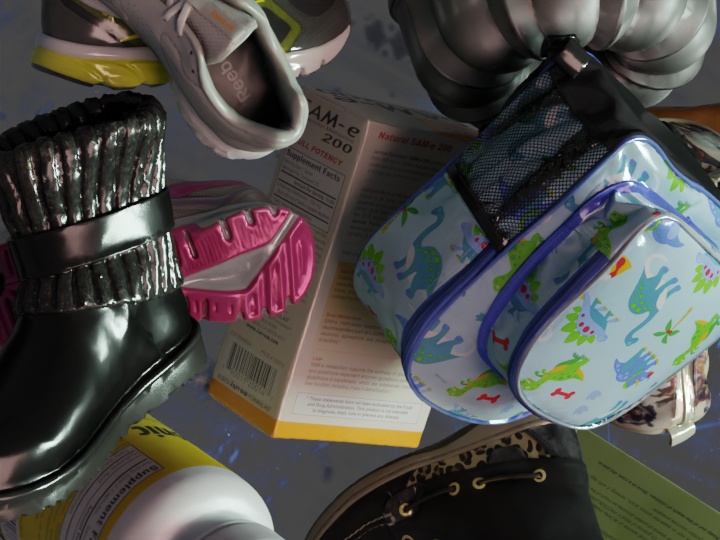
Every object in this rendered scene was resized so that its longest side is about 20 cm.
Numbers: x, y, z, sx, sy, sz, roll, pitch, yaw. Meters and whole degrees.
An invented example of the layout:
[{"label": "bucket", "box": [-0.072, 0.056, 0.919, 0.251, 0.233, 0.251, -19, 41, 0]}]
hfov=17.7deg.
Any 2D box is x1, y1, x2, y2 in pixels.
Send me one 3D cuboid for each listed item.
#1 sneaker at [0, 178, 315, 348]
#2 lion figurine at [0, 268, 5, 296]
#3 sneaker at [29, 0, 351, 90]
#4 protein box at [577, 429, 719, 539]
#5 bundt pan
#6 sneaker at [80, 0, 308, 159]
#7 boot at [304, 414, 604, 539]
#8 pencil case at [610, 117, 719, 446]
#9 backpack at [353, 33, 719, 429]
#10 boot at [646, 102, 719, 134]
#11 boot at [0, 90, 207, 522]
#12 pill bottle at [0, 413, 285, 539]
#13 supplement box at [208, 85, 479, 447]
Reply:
[{"label": "sneaker", "box": [-0.129, -0.004, 1.295, 0.198, 0.088, 0.082, -7, 113, -13]}, {"label": "lion figurine", "box": [-0.256, 0.033, 1.208, 0.072, 0.122, 0.202, 23, 76, -72]}, {"label": "sneaker", "box": [-0.086, -0.149, 1.270, 0.199, 0.074, 0.085, -11, 115, -36]}, {"label": "protein box", "box": [0.148, 0.244, 1.546, 0.199, 0.198, 0.136, -32, 130, -25]}, {"label": "bundt pan", "box": [0.119, -0.140, 1.357, 0.201, 0.201, 0.076, 13, 60, -42]}, {"label": "sneaker", "box": [-0.091, -0.141, 1.182, 0.076, 0.092, 0.200, -46, 108, -11]}, {"label": "boot", "box": [0.068, 0.186, 1.450, 0.199, 0.151, 0.073, -28, 148, 10]}, {"label": "pencil case", "box": [0.196, 0.008, 1.489, 0.077, 0.089, 0.201, -8, 118, -20]}, {"label": "backpack", "box": [0.107, 0.002, 1.314, 0.200, 0.147, 0.183, -39, 144, 13]}, {"label": "boot", "box": [0.250, -0.029, 1.522, 0.199, 0.069, 0.189, -11, 113, 12]}, {"label": "boot", "box": [-0.161, 0.014, 1.160, 0.211, 0.079, 0.159, -45, 133, -49]}, {"label": "pill bottle", "box": [-0.117, 0.148, 1.286, 0.111, 0.200, 0.112, -17, 119, -33]}, {"label": "supplement box", "box": [0.000, 0.000, 1.405, 0.125, 0.073, 0.201, 9, 104, -42]}]
